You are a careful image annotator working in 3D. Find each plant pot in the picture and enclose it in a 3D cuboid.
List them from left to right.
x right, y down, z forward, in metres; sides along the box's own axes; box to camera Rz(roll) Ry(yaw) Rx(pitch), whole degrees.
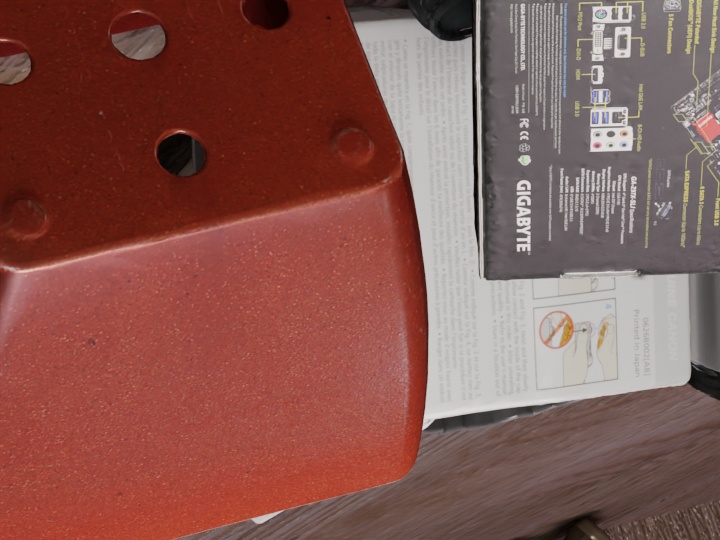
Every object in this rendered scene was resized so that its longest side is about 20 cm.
[{"bbox_3d":[-0.085,-0.033,0.919,0.199,0.201,0.176,-14,157,-18],"label":"plant pot"}]

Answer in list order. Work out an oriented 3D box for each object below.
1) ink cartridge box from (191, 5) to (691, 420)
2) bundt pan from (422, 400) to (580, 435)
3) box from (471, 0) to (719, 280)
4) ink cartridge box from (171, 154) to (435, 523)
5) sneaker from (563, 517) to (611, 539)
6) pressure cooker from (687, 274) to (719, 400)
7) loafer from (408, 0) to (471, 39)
[{"bbox_3d":[0.033,-0.025,1.120,0.199,0.163,0.050,-7,-169,-23],"label":"ink cartridge box"},{"bbox_3d":[0.119,0.037,1.784,0.201,0.076,0.202,-16,169,-3],"label":"bundt pan"},{"bbox_3d":[0.116,-0.084,0.951,0.158,0.050,0.201,-3,134,1],"label":"box"},{"bbox_3d":[-0.039,0.017,1.241,0.084,0.145,0.200,-50,-173,-28],"label":"ink cartridge box"},{"bbox_3d":[0.272,0.359,3.484,0.076,0.070,0.200,-48,160,-8],"label":"sneaker"},{"bbox_3d":[0.208,-0.053,1.220,0.175,0.201,0.178,-16,-156,-34],"label":"pressure cooker"},{"bbox_3d":[0.106,-0.122,0.998,0.200,0.071,0.068,-23,167,25],"label":"loafer"}]
